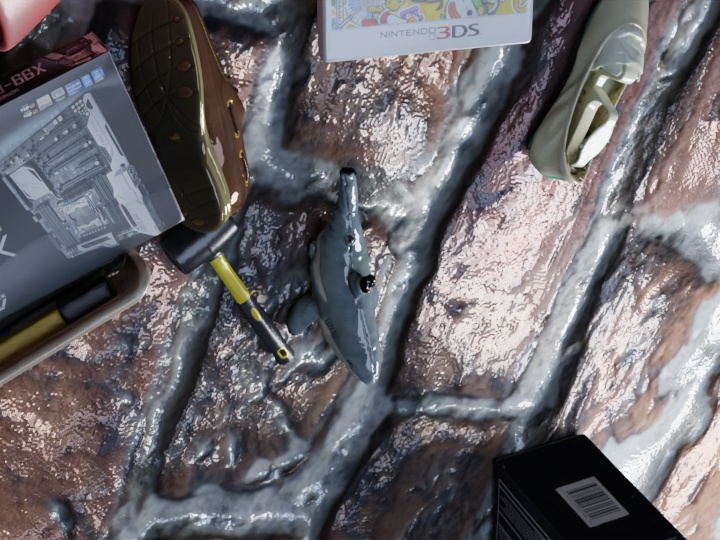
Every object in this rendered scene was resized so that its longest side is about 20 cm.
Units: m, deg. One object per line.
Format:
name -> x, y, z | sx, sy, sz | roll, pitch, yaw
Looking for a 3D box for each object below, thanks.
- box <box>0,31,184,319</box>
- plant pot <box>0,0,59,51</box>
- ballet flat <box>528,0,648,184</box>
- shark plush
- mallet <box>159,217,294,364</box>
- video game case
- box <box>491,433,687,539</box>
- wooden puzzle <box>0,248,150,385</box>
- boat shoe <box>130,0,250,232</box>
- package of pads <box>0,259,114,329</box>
box -> -0.252, -0.062, 1.167 | 0.199, 0.050, 0.159 | -28, 125, -11
plant pot -> -0.231, -0.278, 1.056 | 0.177, 0.200, 0.201 | -40, 130, -15
ballet flat -> 0.224, -0.170, 1.438 | 0.069, 0.069, 0.201 | 13, 111, -33
shark plush -> 0.000, 0.000, 1.405 | 0.090, 0.083, 0.202 | -2, 119, -27
mallet -> -0.116, 0.025, 1.389 | 0.066, 0.041, 0.201 | -33, 132, -12
video game case -> 0.053, -0.271, 1.233 | 0.180, 0.023, 0.202 | -8, 115, -15
box -> 0.235, 0.317, 1.649 | 0.122, 0.200, 0.200 | -13, 124, -22
wooden puzzle -> -0.256, 0.048, 1.244 | 0.199, 0.185, 0.037 | -37, 101, -7
boat shoe -> -0.134, -0.133, 1.271 | 0.068, 0.072, 0.202 | -40, 129, -45
package of pads -> -0.276, -0.047, 1.237 | 0.199, 0.068, 0.155 | -31, 127, -8
